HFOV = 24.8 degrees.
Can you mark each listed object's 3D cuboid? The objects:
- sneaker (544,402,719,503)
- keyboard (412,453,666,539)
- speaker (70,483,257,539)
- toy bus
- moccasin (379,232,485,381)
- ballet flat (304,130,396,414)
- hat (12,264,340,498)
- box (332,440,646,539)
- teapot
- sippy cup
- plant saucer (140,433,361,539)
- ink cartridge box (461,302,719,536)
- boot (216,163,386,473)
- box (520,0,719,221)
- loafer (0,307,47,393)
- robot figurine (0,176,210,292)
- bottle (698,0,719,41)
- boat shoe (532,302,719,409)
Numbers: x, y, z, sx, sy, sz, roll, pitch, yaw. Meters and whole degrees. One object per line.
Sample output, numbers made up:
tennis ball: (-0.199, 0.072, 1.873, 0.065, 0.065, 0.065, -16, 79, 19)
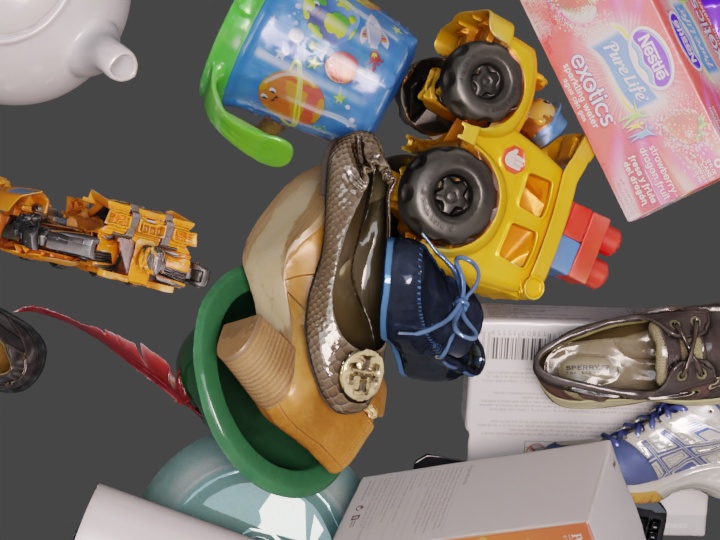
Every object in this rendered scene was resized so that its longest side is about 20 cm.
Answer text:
sneaker: (0.227, 0.124, 1.217, 0.199, 0.075, 0.089, 0, 99, -13)
keyboard: (0.129, 0.209, 1.245, 0.199, 0.040, 0.105, 11, 106, -1)
speaker: (-0.114, 0.225, 1.189, 0.199, 0.081, 0.082, 20, 87, -2)
toy bus: (0.113, -0.071, 1.233, 0.191, 0.136, 0.201, 21, 84, -15)
moccasin: (0.055, 0.025, 1.140, 0.068, 0.200, 0.081, 6, 75, 11)
ballet flat: (0.000, 0.000, 1.147, 0.067, 0.046, 0.201, 12, 77, -46)
hat: (-0.123, 0.090, 1.252, 0.176, 0.165, 0.201, -20, 86, 38)
box: (0.096, 0.211, 1.168, 0.199, 0.098, 0.125, -12, 114, 25)
teapot: (-0.267, -0.222, 1.204, 0.199, 0.146, 0.199, -5, 87, -2)
sippy cup: (-0.033, -0.160, 1.215, 0.130, 0.140, 0.179, 27, 92, -1)
plant saucer: (-0.080, 0.220, 1.249, 0.199, 0.036, 0.201, 0, 87, -3)
ink cartridge box: (0.177, 0.116, 1.264, 0.199, 0.044, 0.175, 2, 108, -3)
boot: (-0.025, 0.035, 1.203, 0.144, 0.071, 0.202, 47, 49, -33)
box: (0.211, -0.151, 1.219, 0.094, 0.102, 0.201, -27, 86, 33)
loafer: (-0.331, 0.028, 1.225, 0.199, 0.072, 0.073, 23, 87, -1)
robot figurine: (-0.194, -0.026, 1.162, 0.145, 0.199, 0.059, 15, 87, -40)
bottle: (0.268, -0.250, 1.272, 0.083, 0.065, 0.201, -5, 88, -6)
boat shoe: (0.220, 0.063, 1.165, 0.199, 0.065, 0.074, -14, 79, 17)
